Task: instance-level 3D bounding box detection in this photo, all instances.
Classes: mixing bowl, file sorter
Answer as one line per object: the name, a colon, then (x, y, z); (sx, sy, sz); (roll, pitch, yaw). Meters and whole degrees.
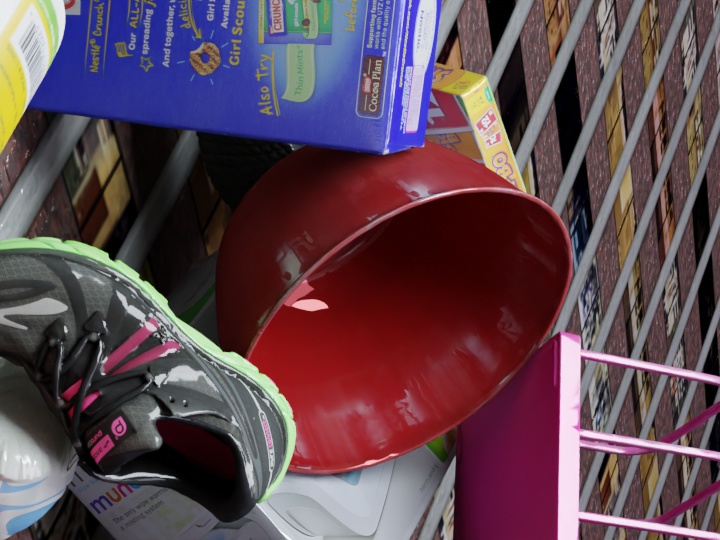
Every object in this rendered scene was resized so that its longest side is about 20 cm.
mixing bowl: (0.000, 0.000, 1.487); (0.200, 0.108, 0.200); (-21, 142, -18)
file sorter: (0.133, 0.159, 1.542); (0.139, 0.125, 0.200); (135, -38, -59)

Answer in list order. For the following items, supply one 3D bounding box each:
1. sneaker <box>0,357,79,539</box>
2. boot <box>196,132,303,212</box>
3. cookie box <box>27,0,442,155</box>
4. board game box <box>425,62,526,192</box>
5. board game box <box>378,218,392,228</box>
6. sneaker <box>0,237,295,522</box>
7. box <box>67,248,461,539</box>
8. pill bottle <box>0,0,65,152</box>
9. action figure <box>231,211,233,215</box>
sneaker: (-0.164, 0.066, 1.442); (0.072, 0.072, 0.200); (-56, -177, 33)
boot: (-0.050, -0.117, 1.572); (0.200, 0.070, 0.132); (55, 42, -28)
cookie box: (-0.062, -0.154, 1.416); (0.075, 0.200, 0.171); (-12, 110, -72)
board game box: (0.015, -0.090, 1.693); (0.030, 0.200, 0.096); (-37, 125, -24)
board game box: (0.014, -0.053, 1.610); (0.200, 0.019, 0.103); (85, 9, -50)
sneaker: (-0.119, 0.053, 1.366); (0.077, 0.200, 0.084); (-52, -166, 35)
box: (-0.055, 0.096, 1.572); (0.176, 0.097, 0.200); (50, 34, -10)
pill bottle: (-0.208, -0.055, 1.165); (0.111, 0.111, 0.200); (78, 28, -46)
action figure: (-0.039, -0.042, 1.712); (0.065, 0.099, 0.200); (-46, 165, -11)
